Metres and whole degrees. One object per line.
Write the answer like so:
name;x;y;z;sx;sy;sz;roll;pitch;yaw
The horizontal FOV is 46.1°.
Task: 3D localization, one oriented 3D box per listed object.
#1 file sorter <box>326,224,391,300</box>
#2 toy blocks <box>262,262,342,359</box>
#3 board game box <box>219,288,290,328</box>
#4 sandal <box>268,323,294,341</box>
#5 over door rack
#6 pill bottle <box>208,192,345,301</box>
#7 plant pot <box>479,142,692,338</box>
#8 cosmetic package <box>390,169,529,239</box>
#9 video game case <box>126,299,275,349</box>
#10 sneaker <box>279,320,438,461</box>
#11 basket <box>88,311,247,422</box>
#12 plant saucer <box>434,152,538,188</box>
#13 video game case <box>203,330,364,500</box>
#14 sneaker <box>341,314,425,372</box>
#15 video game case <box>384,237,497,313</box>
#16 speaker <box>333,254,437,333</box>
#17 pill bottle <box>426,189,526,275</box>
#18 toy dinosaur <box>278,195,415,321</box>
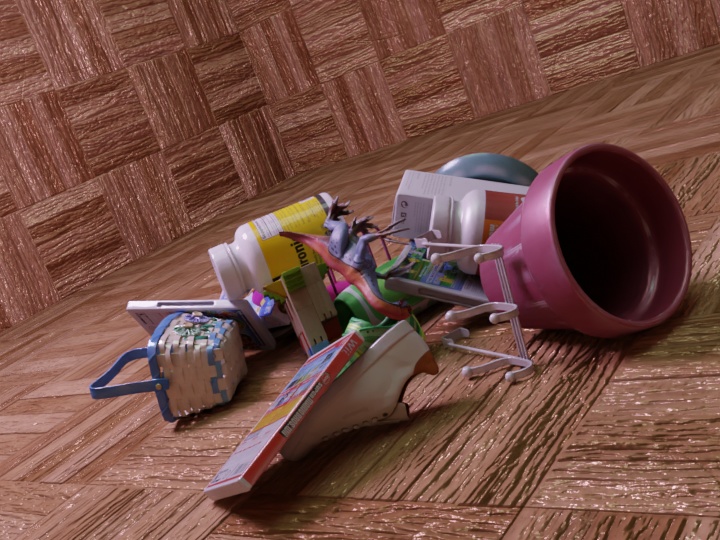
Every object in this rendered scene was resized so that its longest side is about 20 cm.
file sorter;-0.053;0.001;1.445;0.138;0.127;0.199;-30;15;-34
toy blocks;-0.064;0.073;1.176;0.099;0.138;0.200;-23;-6;-10
board game box;-0.158;0.003;1.402;0.199;0.041;0.202;-16;51;50
sandal;-0.139;0.081;1.421;0.080;0.055;0.199;-27;12;-33
over door rack;0.117;0.039;0.975;0.066;0.149;0.200;-19;12;-15
pill bottle;-0.120;-0.031;1.261;0.198;0.112;0.111;-23;13;-12
plant pot;0.233;-0.016;0.945;0.199;0.201;0.179;-30;0;-31
cosmetic package;0.150;-0.084;1.221;0.197;0.075;0.102;11;29;7
video game case;-0.248;0.088;1.332;0.197;0.144;0.018;-1;58;15
sneaker;0.001;0.150;0.908;0.200;0.085;0.073;-43;-9;5
basket;-0.274;0.138;1.234;0.197;0.141;0.176;-12;14;5
plant saucer;0.195;-0.092;1.302;0.198;0.201;0.028;-15;38;28
video game case;-0.083;0.156;0.900;0.200;0.017;0.143;-51;7;-29
sneaker;-0.009;0.104;1.056;0.199;0.084;0.074;-30;16;-29
video game case;0.146;-0.006;1.173;0.180;0.022;0.200;13;29;14
speaker;0.058;0.029;1.242;0.199;0.089;0.088;-29;15;-26
pill bottle;0.190;-0.045;1.109;0.197;0.114;0.112;6;16;3
toy dinosaur;0.000;0.000;1.088;0.199;0.105;0.183;-25;47;23
